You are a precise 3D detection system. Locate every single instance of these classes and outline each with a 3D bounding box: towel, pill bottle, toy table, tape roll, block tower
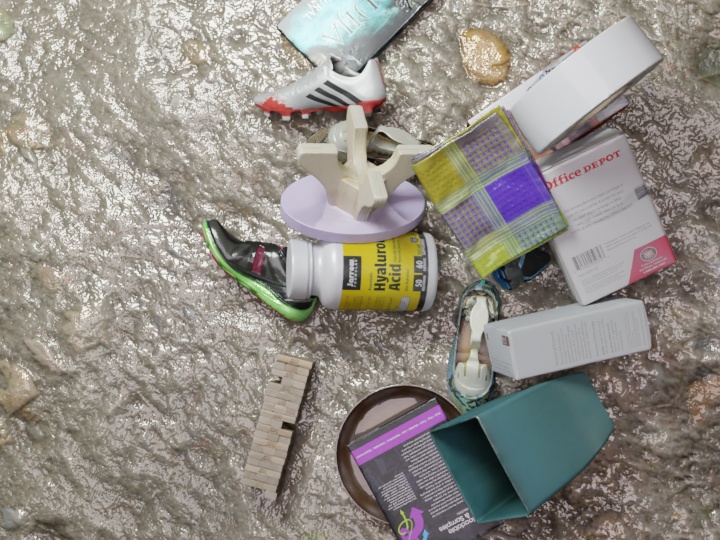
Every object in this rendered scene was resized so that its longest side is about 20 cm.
[{"bbox_3d":[0.169,-0.100,1.474,0.144,0.023,0.200,-29,109,8],"label":"towel"},{"bbox_3d":[0.000,0.000,1.566,0.200,0.111,0.111,1,88,-9],"label":"pill bottle"},{"bbox_3d":[-0.002,-0.120,1.521,0.200,0.117,0.184,-11,50,-21],"label":"toy table"},{"bbox_3d":[0.288,-0.236,1.459,0.202,0.202,0.071,-38,86,3],"label":"tape roll"},{"bbox_3d":[-0.118,0.221,1.619,0.058,0.054,0.200,14,89,6],"label":"block tower"}]

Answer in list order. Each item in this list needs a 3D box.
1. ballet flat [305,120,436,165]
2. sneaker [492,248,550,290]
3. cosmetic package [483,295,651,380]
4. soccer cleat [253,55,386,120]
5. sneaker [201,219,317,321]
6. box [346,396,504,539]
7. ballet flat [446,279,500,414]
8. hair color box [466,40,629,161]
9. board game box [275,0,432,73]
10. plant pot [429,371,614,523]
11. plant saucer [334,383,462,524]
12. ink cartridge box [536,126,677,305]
[{"bbox_3d":[0.019,-0.182,1.607,0.200,0.075,0.068,12,65,6],"label":"ballet flat"},{"bbox_3d":[0.196,-0.075,1.601,0.082,0.073,0.200,-25,92,-12],"label":"sneaker"},{"bbox_3d":[0.280,0.090,1.536,0.200,0.102,0.074,-13,95,-11],"label":"cosmetic package"},{"bbox_3d":[-0.058,-0.260,1.604,0.200,0.069,0.085,2,106,21],"label":"soccer cleat"},{"bbox_3d":[-0.143,-0.010,1.625,0.200,0.077,0.084,39,85,-5],"label":"sneaker"},{"bbox_3d":[0.090,0.297,1.578,0.143,0.036,0.200,-28,85,3],"label":"box"},{"bbox_3d":[0.158,0.112,1.591,0.074,0.074,0.200,2,89,5],"label":"ballet flat"},{"bbox_3d":[0.262,-0.219,1.594,0.200,0.064,0.111,-35,87,4],"label":"hair color box"},{"bbox_3d":[-0.005,-0.375,1.639,0.135,0.028,0.200,45,93,5],"label":"board game box"},{"bbox_3d":[0.230,0.224,1.524,0.200,0.141,0.141,-27,86,-27],"label":"plant pot"},{"bbox_3d":[0.064,0.261,1.613,0.200,0.032,0.201,0,89,4],"label":"plant saucer"},{"bbox_3d":[0.322,-0.077,1.546,0.146,0.083,0.200,-25,105,4],"label":"ink cartridge box"}]
